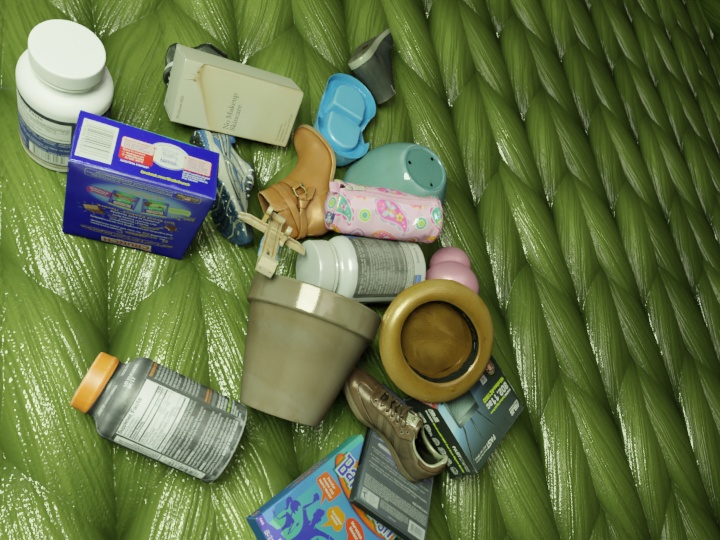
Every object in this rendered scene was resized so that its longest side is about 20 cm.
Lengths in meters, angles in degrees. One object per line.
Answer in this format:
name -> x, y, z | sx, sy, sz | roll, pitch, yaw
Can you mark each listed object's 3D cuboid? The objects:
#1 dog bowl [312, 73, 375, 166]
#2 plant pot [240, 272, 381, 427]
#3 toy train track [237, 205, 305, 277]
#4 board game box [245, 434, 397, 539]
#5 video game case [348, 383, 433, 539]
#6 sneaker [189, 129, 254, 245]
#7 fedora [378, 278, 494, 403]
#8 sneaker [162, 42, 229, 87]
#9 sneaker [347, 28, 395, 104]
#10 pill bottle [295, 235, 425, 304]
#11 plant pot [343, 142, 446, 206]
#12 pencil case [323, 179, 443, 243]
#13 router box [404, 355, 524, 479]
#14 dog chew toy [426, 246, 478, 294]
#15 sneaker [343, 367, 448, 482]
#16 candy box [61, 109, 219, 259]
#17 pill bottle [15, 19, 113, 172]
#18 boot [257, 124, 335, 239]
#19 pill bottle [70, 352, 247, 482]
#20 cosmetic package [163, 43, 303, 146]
dog bowl -> -0.036, -0.284, 1.033 | 0.111, 0.049, 0.202 | 25, 55, -23
plant pot -> -0.087, 0.120, 0.770 | 0.198, 0.200, 0.175 | 23, 75, -21
toy train track -> -0.123, -0.049, 0.773 | 0.114, 0.033, 0.200 | 30, 20, -16
board game box -> -0.040, 0.357, 0.771 | 0.199, 0.045, 0.153 | -29, 86, -37
video game case -> 0.060, 0.294, 0.832 | 0.143, 0.019, 0.201 | 41, 38, -18
sneaker -> -0.201, -0.138, 0.866 | 0.085, 0.077, 0.202 | -15, 79, -39
fedora -> 0.111, 0.104, 0.847 | 0.198, 0.082, 0.203 | -3, 98, -18
sneaker -> -0.242, -0.347, 0.931 | 0.198, 0.066, 0.091 | 0, 62, -34
sneaker -> 0.039, -0.428, 1.140 | 0.107, 0.074, 0.201 | 55, 38, -26
pill bottle -> 0.000, 0.000, 0.902 | 0.198, 0.114, 0.115 | 0, 70, -31
plant pot -> 0.083, -0.157, 1.005 | 0.198, 0.135, 0.202 | 12, 65, -26
pencil case -> 0.036, -0.097, 0.890 | 0.198, 0.088, 0.088 | 8, 66, -15
router box -> 0.184, 0.231, 0.930 | 0.199, 0.062, 0.151 | -31, 88, -45
dog chew toy -> 0.162, 0.043, 0.984 | 0.124, 0.124, 0.202 | 23, 51, -21
sneaker -> 0.057, 0.220, 0.807 | 0.201, 0.075, 0.070 | 53, 37, -4
candy box -> -0.295, -0.100, 0.714 | 0.167, 0.200, 0.078 | 14, 62, -27
pill bottle -> -0.388, -0.225, 0.710 | 0.110, 0.200, 0.112 | 12, 64, -26
boot -> -0.110, -0.152, 0.928 | 0.154, 0.074, 0.202 | -22, 80, -31
pill bottle -> -0.253, 0.179, 0.681 | 0.199, 0.106, 0.107 | 31, 57, -16
cosmetic package -> -0.206, -0.281, 0.883 | 0.198, 0.104, 0.073 | 3, 35, -34
